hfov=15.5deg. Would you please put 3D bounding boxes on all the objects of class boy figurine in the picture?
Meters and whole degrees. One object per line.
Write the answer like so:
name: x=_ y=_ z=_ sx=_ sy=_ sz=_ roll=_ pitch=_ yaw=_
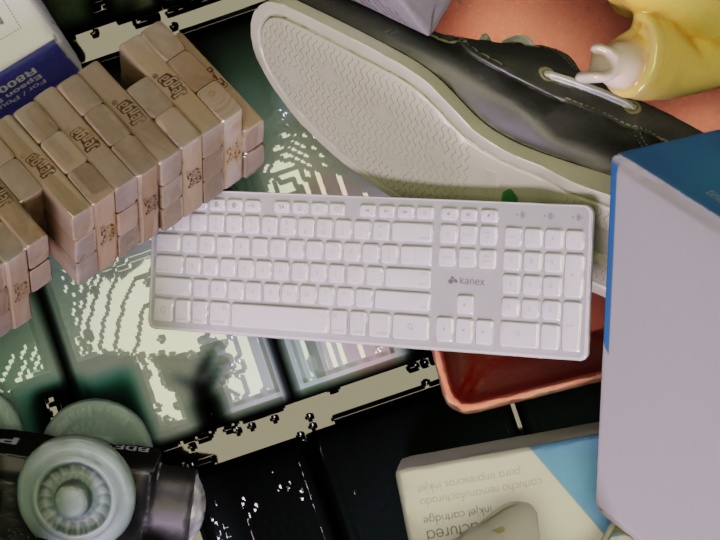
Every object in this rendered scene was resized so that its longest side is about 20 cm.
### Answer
boy figurine: x=0.122 y=-0.111 z=0.951 sx=0.200 sy=0.064 sz=0.125 roll=37 pitch=81 yaw=-31

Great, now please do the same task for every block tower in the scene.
block tower: x=-0.131 y=-0.018 z=1.000 sx=0.200 sy=0.054 sz=0.058 roll=-36 pitch=68 yaw=-20

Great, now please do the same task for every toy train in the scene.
toy train: x=-0.162 y=0.105 z=1.032 sx=0.199 sy=0.085 sz=0.114 roll=7 pitch=102 yaw=0

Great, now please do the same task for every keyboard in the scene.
keyboard: x=0.000 y=0.000 z=1.009 sx=0.200 sy=0.011 sz=0.056 roll=3 pitch=86 yaw=33

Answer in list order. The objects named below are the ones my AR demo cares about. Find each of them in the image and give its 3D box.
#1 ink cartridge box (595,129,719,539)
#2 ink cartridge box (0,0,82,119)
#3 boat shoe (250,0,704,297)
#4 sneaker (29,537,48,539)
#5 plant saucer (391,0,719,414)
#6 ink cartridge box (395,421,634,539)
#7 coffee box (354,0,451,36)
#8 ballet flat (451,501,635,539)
ink cartridge box: x=0.191 y=0.018 z=0.952 sx=0.200 sy=0.084 sz=0.145 roll=-14 pitch=119 yaw=-26
ink cartridge box: x=-0.223 y=-0.077 z=1.051 sx=0.196 sy=0.043 sz=0.200 roll=-32 pitch=87 yaw=1
boat shoe: x=0.052 y=-0.056 z=1.003 sx=0.200 sy=0.072 sz=0.068 roll=27 pitch=54 yaw=9
sneaker: x=-0.170 y=0.095 z=0.955 sx=0.115 sy=0.075 sz=0.200 roll=-12 pitch=122 yaw=2
plant saucer: x=0.107 y=-0.063 z=1.042 sx=0.199 sy=0.037 sz=0.200 roll=-14 pitch=89 yaw=3
ink cartridge box: x=0.088 y=0.163 z=1.025 sx=0.115 sy=0.067 sz=0.201 roll=-11 pitch=89 yaw=1
coffee box: x=-0.037 y=-0.186 z=0.984 sx=0.200 sy=0.080 sz=0.115 roll=27 pitch=83 yaw=26
ballet flat: x=0.082 y=0.125 z=0.967 sx=0.199 sy=0.068 sz=0.076 roll=11 pitch=68 yaw=-3
